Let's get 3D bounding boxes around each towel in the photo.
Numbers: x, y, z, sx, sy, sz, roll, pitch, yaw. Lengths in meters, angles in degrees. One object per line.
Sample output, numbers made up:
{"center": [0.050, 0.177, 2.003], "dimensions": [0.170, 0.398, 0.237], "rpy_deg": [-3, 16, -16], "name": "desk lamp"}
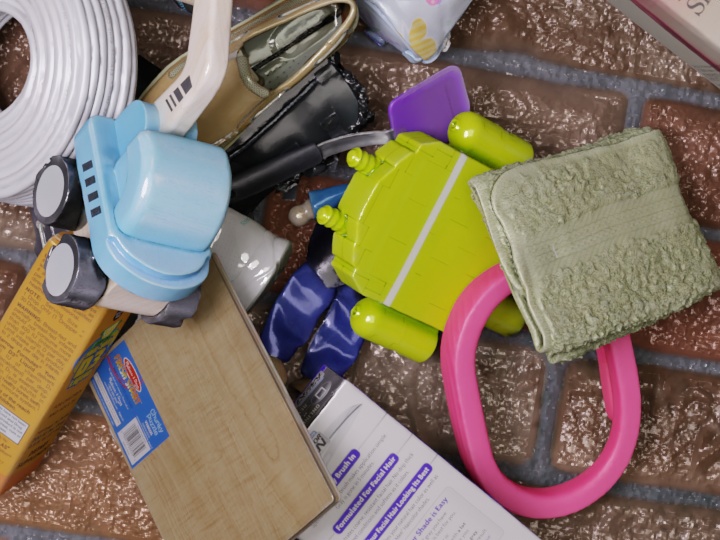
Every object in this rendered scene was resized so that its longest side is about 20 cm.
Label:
{"center": [0.174, -0.022, 1.664], "dimensions": [0.200, 0.036, 0.149], "rpy_deg": [-18, 82, -40], "name": "towel"}

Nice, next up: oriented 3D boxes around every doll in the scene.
{"center": [0.000, 0.000, 1.696], "dimensions": [0.136, 0.048, 0.200], "rpy_deg": [29, 92, -19], "name": "doll"}

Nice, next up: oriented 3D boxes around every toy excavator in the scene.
{"center": [-0.125, -0.087, 1.516], "dimensions": [0.100, 0.200, 0.195], "rpy_deg": [14, 49, -37], "name": "toy excavator"}

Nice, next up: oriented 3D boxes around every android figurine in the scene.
{"center": [0.056, -0.025, 1.664], "dimensions": [0.200, 0.041, 0.183], "rpy_deg": [23, 95, -35], "name": "android figurine"}

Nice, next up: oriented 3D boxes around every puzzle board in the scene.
{"center": [-0.104, 0.112, 1.594], "dimensions": [0.151, 0.017, 0.200], "rpy_deg": [-42, 65, 31], "name": "puzzle board"}

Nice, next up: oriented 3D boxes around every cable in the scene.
{"center": [-0.241, -0.145, 1.610], "dimensions": [0.200, 0.069, 0.200], "rpy_deg": [45, 114, 28], "name": "cable"}

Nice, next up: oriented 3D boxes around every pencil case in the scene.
{"center": [0.076, -0.246, 1.678], "dimensions": [0.091, 0.083, 0.200], "rpy_deg": [40, 87, 8], "name": "pencil case"}

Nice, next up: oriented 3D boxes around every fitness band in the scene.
{"center": [0.133, 0.086, 1.694], "dimensions": [0.143, 0.037, 0.201], "rpy_deg": [-19, 110, -17], "name": "fitness band"}

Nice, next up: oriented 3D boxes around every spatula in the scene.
{"center": [-0.014, -0.087, 1.649], "dimensions": [0.199, 0.021, 0.057], "rpy_deg": [-21, 124, -3], "name": "spatula"}

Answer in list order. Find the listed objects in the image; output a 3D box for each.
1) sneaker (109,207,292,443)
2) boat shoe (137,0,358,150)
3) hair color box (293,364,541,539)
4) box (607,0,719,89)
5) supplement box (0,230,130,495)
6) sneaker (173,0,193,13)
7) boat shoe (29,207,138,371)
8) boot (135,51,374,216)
{"center": [-0.131, 0.038, 1.666], "dimensions": [0.080, 0.070, 0.201], "rpy_deg": [35, 106, 0], "name": "sneaker"}
{"center": [-0.086, -0.133, 1.602], "dimensions": [0.200, 0.076, 0.072], "rpy_deg": [-42, 103, -5], "name": "boat shoe"}
{"center": [0.020, 0.172, 1.641], "dimensions": [0.200, 0.065, 0.109], "rpy_deg": [40, 87, -19], "name": "hair color box"}
{"center": [0.256, -0.227, 1.678], "dimensions": [0.200, 0.109, 0.128], "rpy_deg": [36, 89, -10], "name": "box"}
{"center": [-0.224, 0.061, 1.628], "dimensions": [0.069, 0.067, 0.200], "rpy_deg": [35, 115, 9], "name": "supplement box"}
{"center": [-0.055, -0.250, 1.683], "dimensions": [0.199, 0.073, 0.082], "rpy_deg": [-16, 119, -6], "name": "sneaker"}
{"center": [-0.204, -0.020, 1.683], "dimensions": [0.073, 0.063, 0.201], "rpy_deg": [-20, 106, -49], "name": "boat shoe"}
{"center": [-0.097, -0.130, 1.672], "dimensions": [0.162, 0.073, 0.198], "rpy_deg": [-38, 102, -1], "name": "boot"}
